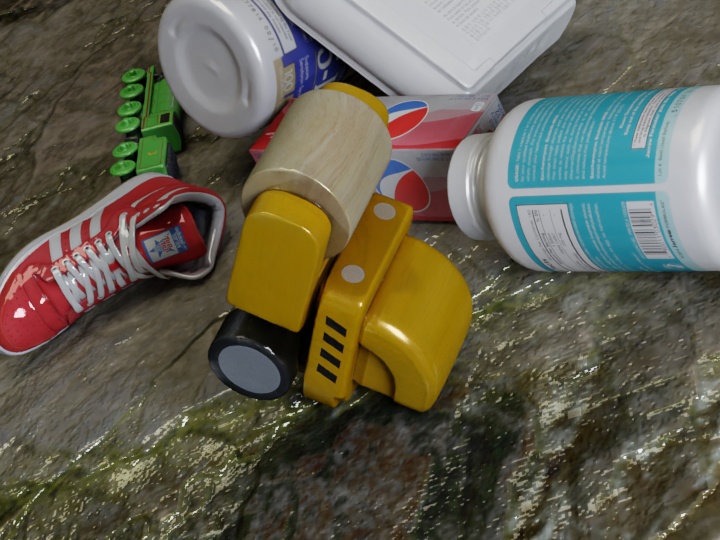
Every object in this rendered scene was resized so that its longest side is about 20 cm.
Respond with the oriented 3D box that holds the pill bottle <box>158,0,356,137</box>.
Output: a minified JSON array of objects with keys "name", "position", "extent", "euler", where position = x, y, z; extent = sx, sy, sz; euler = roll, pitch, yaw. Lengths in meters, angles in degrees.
[{"name":"pill bottle","position":[-0.053,-0.197,1.495],"extent":[0.119,0.121,0.199],"euler":[6,30,44]}]

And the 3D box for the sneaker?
[{"name":"sneaker","position":[-0.187,-0.003,1.410],"extent":[0.200,0.072,0.112],"euler":[-43,30,-25]}]

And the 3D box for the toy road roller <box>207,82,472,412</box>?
[{"name":"toy road roller","position":[0.000,0.000,1.151],"extent":[0.145,0.201,0.123],"euler":[21,48,7]}]

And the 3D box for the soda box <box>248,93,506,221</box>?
[{"name":"soda box","position":[0.018,-0.082,1.354],"extent":[0.199,0.070,0.064],"euler":[2,44,41]}]

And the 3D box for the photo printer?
[{"name":"photo printer","position":[0.040,-0.210,1.406],"extent":[0.199,0.070,0.166],"euler":[38,52,11]}]

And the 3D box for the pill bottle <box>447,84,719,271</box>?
[{"name":"pill bottle","position":[0.153,-0.055,1.166],"extent":[0.199,0.111,0.111],"euler":[1,42,39]}]

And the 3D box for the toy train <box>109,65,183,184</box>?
[{"name":"toy train","position":[-0.179,-0.121,1.603],"extent":[0.056,0.042,0.201],"euler":[-14,33,7]}]
